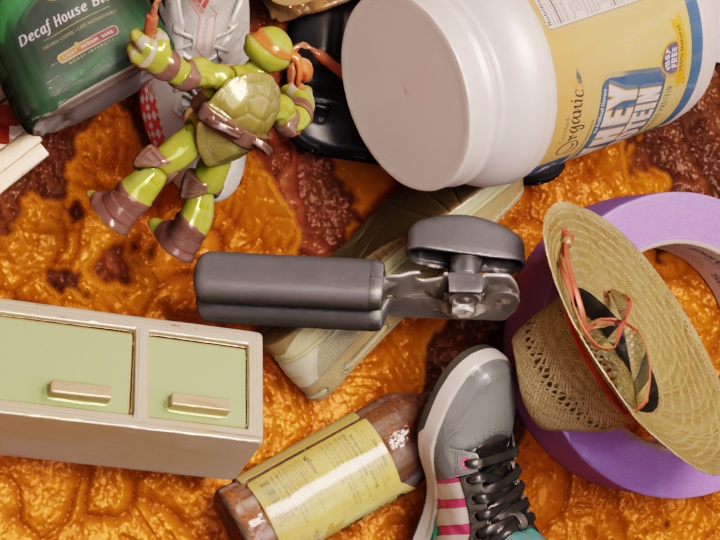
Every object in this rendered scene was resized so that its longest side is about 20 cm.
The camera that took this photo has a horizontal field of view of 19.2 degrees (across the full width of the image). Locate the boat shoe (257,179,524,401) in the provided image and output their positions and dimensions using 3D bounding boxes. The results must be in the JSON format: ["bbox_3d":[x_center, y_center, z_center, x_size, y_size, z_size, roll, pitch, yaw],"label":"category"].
[{"bbox_3d":[0.029,0.000,1.355,0.201,0.073,0.063,-40,116,-4],"label":"boat shoe"}]

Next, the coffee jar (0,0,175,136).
[{"bbox_3d":[-0.200,-0.188,1.264,0.104,0.085,0.200,-30,88,-8],"label":"coffee jar"}]

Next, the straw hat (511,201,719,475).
[{"bbox_3d":[0.139,0.058,1.311,0.085,0.201,0.201,-33,102,23],"label":"straw hat"}]

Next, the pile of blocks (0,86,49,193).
[{"bbox_3d":[-0.281,-0.059,1.265,0.199,0.062,0.082,-15,94,-17],"label":"pile of blocks"}]

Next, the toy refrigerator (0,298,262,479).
[{"bbox_3d":[-0.162,0.070,1.285,0.199,0.070,0.076,9,60,-18],"label":"toy refrigerator"}]

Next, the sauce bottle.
[{"bbox_3d":[0.006,0.120,1.354,0.200,0.066,0.066,-27,98,-15],"label":"sauce bottle"}]

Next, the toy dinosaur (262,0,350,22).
[{"bbox_3d":[0.035,-0.203,1.341,0.200,0.106,0.060,-23,125,19],"label":"toy dinosaur"}]

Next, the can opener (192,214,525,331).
[{"bbox_3d":[0.000,0.000,1.299,0.199,0.053,0.067,3,61,2],"label":"can opener"}]

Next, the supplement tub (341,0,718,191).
[{"bbox_3d":[0.103,-0.134,1.301,0.200,0.145,0.145,-21,96,-32],"label":"supplement tub"}]

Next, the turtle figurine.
[{"bbox_3d":[-0.078,-0.083,1.264,0.161,0.064,0.200,-55,147,12],"label":"turtle figurine"}]

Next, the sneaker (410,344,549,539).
[{"bbox_3d":[0.090,0.156,1.314,0.083,0.121,0.201,-17,124,-37],"label":"sneaker"}]

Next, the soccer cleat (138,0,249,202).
[{"bbox_3d":[-0.099,-0.142,1.312,0.068,0.085,0.201,-3,90,-18],"label":"soccer cleat"}]

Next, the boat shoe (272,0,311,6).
[{"bbox_3d":[-0.045,-0.258,1.330,0.071,0.069,0.201,-9,81,8],"label":"boat shoe"}]

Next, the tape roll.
[{"bbox_3d":[0.198,0.049,1.418,0.199,0.066,0.201,0,89,-17],"label":"tape roll"}]

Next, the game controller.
[{"bbox_3d":[0.047,-0.117,1.390,0.199,0.042,0.105,8,73,-18],"label":"game controller"}]

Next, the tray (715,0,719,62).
[{"bbox_3d":[0.230,-0.241,1.453,0.107,0.022,0.201,2,89,-17],"label":"tray"}]
